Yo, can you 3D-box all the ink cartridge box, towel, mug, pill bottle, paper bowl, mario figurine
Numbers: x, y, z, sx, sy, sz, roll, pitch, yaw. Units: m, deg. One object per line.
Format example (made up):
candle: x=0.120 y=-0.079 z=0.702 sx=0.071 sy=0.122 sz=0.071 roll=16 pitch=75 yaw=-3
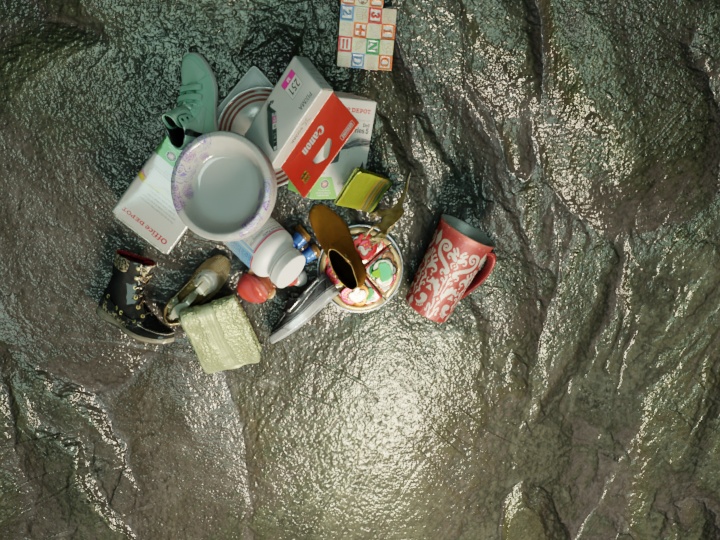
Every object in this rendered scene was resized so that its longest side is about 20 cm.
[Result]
ink cartridge box: x=-0.394 y=-0.161 z=1.474 sx=0.144 sy=0.088 sz=0.201 roll=38 pitch=99 yaw=-14
towel: x=-0.306 y=0.146 z=1.574 sx=0.144 sy=0.037 sz=0.203 roll=-17 pitch=129 yaw=-2
ink cartridge box: x=-0.117 y=-0.270 z=1.363 sx=0.175 sy=0.043 sz=0.201 roll=52 pitch=121 yaw=18
mug: x=0.207 y=0.009 z=1.562 sx=0.174 sy=0.134 sz=0.203 roll=25 pitch=107 yaw=-10
pill bottle: x=-0.208 y=-0.061 z=1.466 sx=0.199 sy=0.108 sz=0.110 roll=42 pitch=102 yaw=18
ink cartridge box: x=-0.058 y=-0.255 z=1.445 sx=0.143 sy=0.083 sz=0.206 roll=-6 pitch=113 yaw=-43
towel: x=0.009 y=-0.161 z=1.463 sx=0.018 sy=0.199 sz=0.087 roll=36 pitch=102 yaw=16
paper bowl: x=-0.257 y=-0.159 z=1.375 sx=0.194 sy=0.104 sz=0.207 roll=0 pitch=91 yaw=5
mario figurine: x=-0.187 y=-0.011 z=1.560 sx=0.198 sy=0.106 sz=0.124 roll=-37 pitch=71 yaw=-4

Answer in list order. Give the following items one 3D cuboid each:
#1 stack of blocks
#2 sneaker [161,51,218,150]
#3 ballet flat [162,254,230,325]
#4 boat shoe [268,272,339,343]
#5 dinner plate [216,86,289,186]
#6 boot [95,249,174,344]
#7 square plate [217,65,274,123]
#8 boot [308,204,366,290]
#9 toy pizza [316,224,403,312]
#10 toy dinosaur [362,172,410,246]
stack of blocks: x=0.013 y=-0.508 z=1.418 sx=0.112 sy=0.059 sz=0.206 roll=2 pitch=107 yaw=-6
sneaker: x=-0.337 y=-0.330 z=1.391 sx=0.072 sy=0.117 sz=0.207 roll=-7 pitch=92 yaw=27
ballet flat: x=-0.358 y=0.051 z=1.554 sx=0.070 sy=0.065 sz=0.200 roll=41 pitch=99 yaw=-15
boat shoe: x=-0.138 y=0.082 z=1.584 sx=0.199 sy=0.072 sz=0.068 roll=-41 pitch=83 yaw=19
dinner plate: x=-0.196 y=-0.271 z=1.462 sx=0.194 sy=0.024 sz=0.206 roll=-1 pitch=106 yaw=-5
boot: x=-0.468 y=0.057 z=1.519 sx=0.196 sy=0.073 sz=0.154 roll=23 pitch=103 yaw=21
square plate: x=-0.216 y=-0.280 z=1.484 sx=0.200 sy=0.029 sz=0.198 roll=-44 pitch=105 yaw=9
boot: x=-0.052 y=-0.053 z=1.489 sx=0.070 sy=0.144 sz=0.203 roll=-35 pitch=88 yaw=10
toy pizza: x=0.000 y=0.000 z=1.588 sx=0.194 sy=0.032 sz=0.206 roll=-2 pitch=107 yaw=-5
toy dinosaur: x=0.063 y=-0.112 z=1.525 sx=0.058 sy=0.202 sz=0.100 roll=43 pitch=142 yaw=-18
